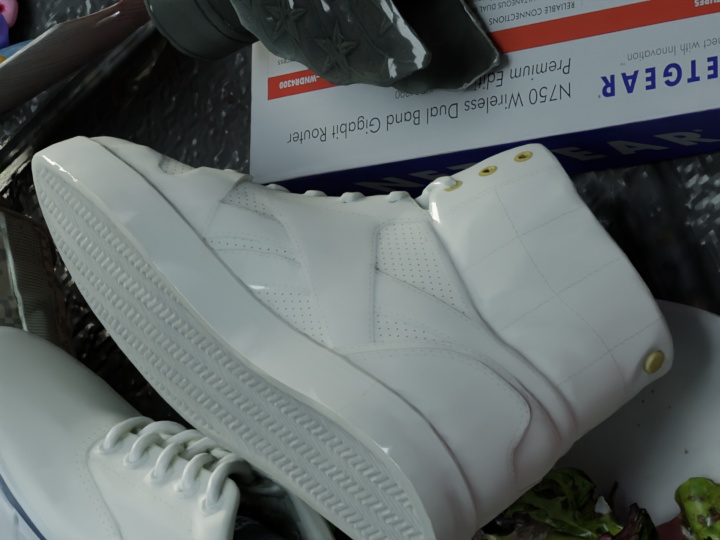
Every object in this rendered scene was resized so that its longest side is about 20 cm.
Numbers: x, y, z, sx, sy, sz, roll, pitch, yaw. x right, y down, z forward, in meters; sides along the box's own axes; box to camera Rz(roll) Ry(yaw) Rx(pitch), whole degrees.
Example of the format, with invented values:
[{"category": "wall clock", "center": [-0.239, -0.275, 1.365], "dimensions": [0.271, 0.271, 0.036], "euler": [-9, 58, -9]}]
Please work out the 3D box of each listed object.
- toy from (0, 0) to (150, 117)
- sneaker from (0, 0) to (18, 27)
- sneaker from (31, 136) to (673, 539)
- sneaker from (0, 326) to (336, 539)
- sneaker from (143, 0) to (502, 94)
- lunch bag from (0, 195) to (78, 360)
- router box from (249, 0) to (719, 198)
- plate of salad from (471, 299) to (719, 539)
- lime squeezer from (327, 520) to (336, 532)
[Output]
[{"category": "toy", "center": [-0.163, -0.053, 0.991], "dimensions": [0.200, 0.115, 0.047], "euler": [-34, 90, 22]}, {"category": "sneaker", "center": [-0.183, -0.147, 1.068], "dimensions": [0.079, 0.095, 0.200], "euler": [-21, 70, 37]}, {"category": "sneaker", "center": [0.000, 0.000, 0.845], "dimensions": [0.200, 0.116, 0.074], "euler": [37, 151, 38]}, {"category": "sneaker", "center": [-0.048, 0.077, 0.869], "dimensions": [0.200, 0.073, 0.071], "euler": [44, 124, 20]}, {"category": "sneaker", "center": [-0.023, -0.140, 0.877], "dimensions": [0.104, 0.060, 0.200], "euler": [-20, 75, 42]}, {"category": "lunch bag", "center": [-0.154, 0.091, 0.967], "dimensions": [0.168, 0.139, 0.200], "euler": [-29, 64, 25]}, {"category": "router box", "center": [0.054, -0.120, 0.873], "dimensions": [0.200, 0.049, 0.180], "euler": [-7, 78, 42]}, {"category": "plate of salad", "center": [0.063, 0.106, 0.826], "dimensions": [0.200, 0.048, 0.200], "euler": [-8, 78, 42]}, {"category": "lime squeezer", "center": [-0.034, 0.073, 0.928], "dimensions": [0.071, 0.038, 0.200], "euler": [2, 86, 40]}]
